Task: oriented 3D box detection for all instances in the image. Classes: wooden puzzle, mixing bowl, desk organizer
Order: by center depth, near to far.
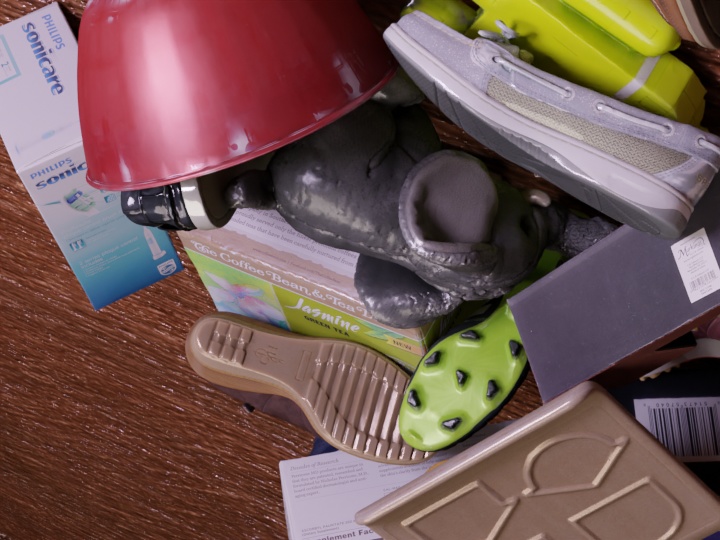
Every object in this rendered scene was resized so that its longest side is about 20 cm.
[{"bbox_3d":[-0.089,-0.137,0.935,0.200,0.200,0.109,1,119,48],"label":"mixing bowl"},{"bbox_3d":[0.187,0.007,0.953,0.077,0.072,0.200,-3,157,-40],"label":"desk organizer"},{"bbox_3d":[0.122,0.152,1.047,0.185,0.046,0.200,-33,131,23],"label":"wooden puzzle"}]

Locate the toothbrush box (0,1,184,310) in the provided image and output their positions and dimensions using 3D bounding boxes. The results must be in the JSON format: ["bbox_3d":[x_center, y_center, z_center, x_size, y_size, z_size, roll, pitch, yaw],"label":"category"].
[{"bbox_3d":[-0.224,-0.087,1.264,0.200,0.085,0.147,76,167,-57],"label":"toothbrush box"}]

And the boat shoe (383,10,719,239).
[{"bbox_3d":[0.105,-0.092,0.891,0.202,0.065,0.074,32,175,17],"label":"boat shoe"}]

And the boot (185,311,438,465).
[{"bbox_3d":[-0.032,0.087,1.174,0.200,0.072,0.166,25,171,5],"label":"boot"}]

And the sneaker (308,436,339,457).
[{"bbox_3d":[-0.014,0.088,1.300,0.108,0.200,0.070,36,155,7],"label":"sneaker"}]

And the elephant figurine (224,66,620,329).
[{"bbox_3d":[0.050,-0.031,1.002,0.200,0.155,0.141,46,-171,11],"label":"elephant figurine"}]

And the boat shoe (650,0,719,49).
[{"bbox_3d":[0.134,-0.193,0.749,0.068,0.072,0.200,14,141,42],"label":"boat shoe"}]

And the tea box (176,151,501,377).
[{"bbox_3d":[0.000,0.000,1.181,0.200,0.134,0.197,21,155,23],"label":"tea box"}]

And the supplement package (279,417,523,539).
[{"bbox_3d":[0.047,0.204,1.207,0.199,0.111,0.156,-9,152,-5],"label":"supplement package"}]

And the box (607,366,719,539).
[{"bbox_3d":[0.223,0.157,1.195,0.148,0.105,0.200,-2,153,-1],"label":"box"}]

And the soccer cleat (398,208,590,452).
[{"bbox_3d":[0.101,0.047,1.082,0.067,0.200,0.081,33,167,25],"label":"soccer cleat"}]

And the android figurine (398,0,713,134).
[{"bbox_3d":[0.121,-0.116,0.934,0.200,0.041,0.182,34,156,-5],"label":"android figurine"}]

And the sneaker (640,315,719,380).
[{"bbox_3d":[0.207,0.016,1.064,0.200,0.075,0.090,-14,120,51],"label":"sneaker"}]

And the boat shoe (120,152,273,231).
[{"bbox_3d":[-0.105,-0.068,1.036,0.066,0.199,0.075,-11,112,14],"label":"boat shoe"}]
